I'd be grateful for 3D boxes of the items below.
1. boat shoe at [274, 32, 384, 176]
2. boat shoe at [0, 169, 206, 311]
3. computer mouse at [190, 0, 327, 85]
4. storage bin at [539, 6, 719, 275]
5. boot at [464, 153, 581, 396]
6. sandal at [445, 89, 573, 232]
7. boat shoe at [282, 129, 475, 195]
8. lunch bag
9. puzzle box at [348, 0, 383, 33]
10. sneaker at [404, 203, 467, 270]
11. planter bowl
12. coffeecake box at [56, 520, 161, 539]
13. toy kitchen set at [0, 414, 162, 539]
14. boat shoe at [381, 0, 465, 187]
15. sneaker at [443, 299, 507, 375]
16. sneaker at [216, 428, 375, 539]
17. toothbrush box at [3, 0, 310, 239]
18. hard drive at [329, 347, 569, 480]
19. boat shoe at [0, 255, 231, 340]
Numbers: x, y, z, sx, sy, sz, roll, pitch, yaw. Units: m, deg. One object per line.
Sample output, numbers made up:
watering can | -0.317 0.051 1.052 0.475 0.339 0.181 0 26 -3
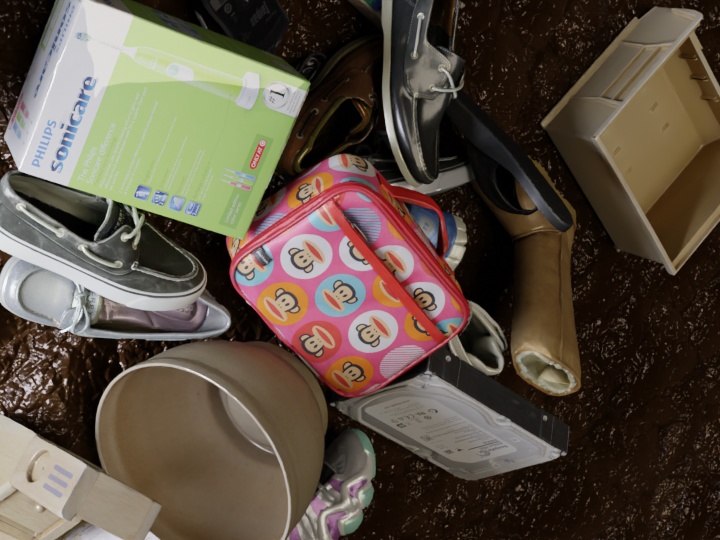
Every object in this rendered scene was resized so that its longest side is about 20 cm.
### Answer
boat shoe | -0.014 -0.142 1.333 0.200 0.068 0.072 -43 139 -30
boat shoe | -0.207 -0.025 1.206 0.200 0.071 0.064 20 135 -28
computer mouse | -0.118 -0.193 1.282 0.141 0.046 0.200 -53 137 -17
storage bin | 0.319 -0.141 1.572 0.199 0.094 0.200 -47 124 -15
boot | 0.163 -0.002 1.454 0.175 0.066 0.200 33 49 -37
sandal | 0.127 -0.101 1.407 0.048 0.200 0.075 -47 157 17
boat shoe | 0.017 -0.094 1.387 0.199 0.074 0.068 -12 90 -23
lunch bag | 0.000 0.000 1.294 0.176 0.082 0.200 -34 121 12
puzzle box | 0.043 -0.331 1.368 0.133 0.025 0.200 37 80 -35
sneaker | 0.011 0.015 1.395 0.089 0.079 0.200 28 107 -21
planter bowl | -0.110 0.143 1.299 0.135 0.200 0.201 -37 124 -51
coffeecake box | -0.172 0.302 1.275 0.073 0.200 0.154 -35 120 -23
toy kitchen set | -0.305 0.217 1.170 0.163 0.180 0.200 35 77 -35
boat shoe | 0.059 -0.175 1.330 0.072 0.067 0.200 5 84 -65
sneaker | 0.099 0.102 1.468 0.074 0.115 0.200 -40 124 -22
sneaker | -0.076 0.226 1.400 0.140 0.078 0.200 29 84 -38
toothbrush box | -0.164 -0.129 1.202 0.200 0.086 0.146 16 105 -28
hard drive | 0.088 0.143 1.449 0.200 0.140 0.038 32 53 -33
boat shoe | -0.206 0.024 1.261 0.202 0.065 0.075 15 93 -36
